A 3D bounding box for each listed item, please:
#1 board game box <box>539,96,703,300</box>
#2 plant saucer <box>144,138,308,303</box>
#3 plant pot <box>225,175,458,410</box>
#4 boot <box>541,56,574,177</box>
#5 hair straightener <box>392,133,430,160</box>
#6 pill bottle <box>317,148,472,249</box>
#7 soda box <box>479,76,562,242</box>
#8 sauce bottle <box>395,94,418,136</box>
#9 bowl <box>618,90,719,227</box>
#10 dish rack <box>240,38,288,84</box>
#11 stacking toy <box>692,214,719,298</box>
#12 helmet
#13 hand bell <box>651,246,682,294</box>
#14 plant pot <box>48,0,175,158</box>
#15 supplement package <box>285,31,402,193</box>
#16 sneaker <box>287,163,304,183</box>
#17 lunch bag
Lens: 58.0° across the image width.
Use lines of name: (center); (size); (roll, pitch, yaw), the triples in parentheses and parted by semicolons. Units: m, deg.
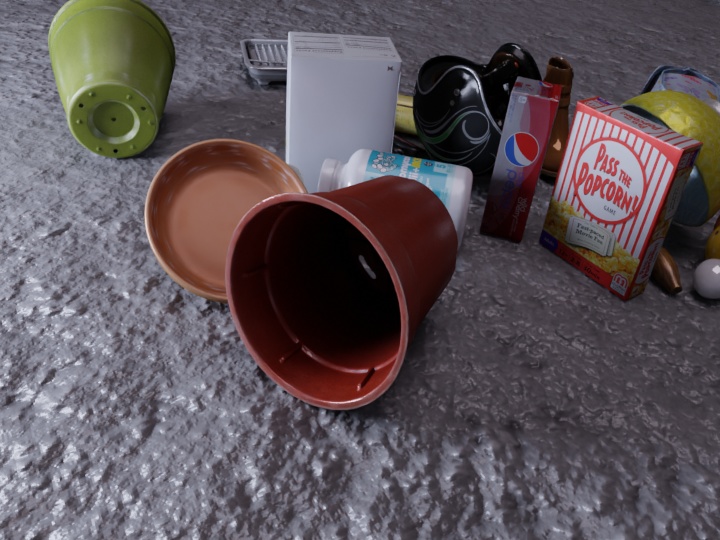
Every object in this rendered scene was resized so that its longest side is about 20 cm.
board game box: (0.315, -0.091, 0.814); (0.045, 0.205, 0.151); (-17, 40, -31)
plant saucer: (-0.150, -0.056, 0.758); (0.194, 0.038, 0.206); (7, 66, -17)
plant pot: (0.000, 0.000, 0.657); (0.196, 0.206, 0.194); (22, 29, 22)
boot: (0.328, -0.258, 1.091); (0.071, 0.158, 0.202); (3, 35, -6)
hair straightener: (0.039, -0.204, 1.078); (0.076, 0.042, 0.199); (-23, 49, -36)
pill bottle: (0.044, -0.095, 0.852); (0.193, 0.114, 0.112); (11, 34, 6)
soda box: (0.214, -0.146, 0.873); (0.062, 0.205, 0.070); (15, 35, 12)
sauce bottle: (0.135, -0.264, 1.149); (0.194, 0.066, 0.065); (16, 35, 10)
bowl: (0.462, -0.176, 0.914); (0.106, 0.202, 0.202); (-32, 40, 2)
dish rack: (-0.163, -0.435, 1.357); (0.166, 0.045, 0.202); (-4, 37, -14)
stacking toy: (0.505, -0.030, 0.849); (0.198, 0.149, 0.145); (-33, 48, -23)
helmet: (0.175, -0.251, 1.021); (0.196, 0.206, 0.189); (-21, 6, -34)
hand bell: (0.387, -0.050, 0.891); (0.101, 0.106, 0.204); (0, 48, -10)
plant pot: (-0.380, -0.284, 0.998); (0.194, 0.204, 0.196); (-5, 48, -16)
supplement package: (-0.032, -0.221, 0.937); (0.150, 0.205, 0.112); (0, 33, -9)
sneaker: (-0.143, -0.061, 0.827); (0.072, 0.073, 0.200); (43, 55, 2)
lunch bag: (0.504, -0.233, 1.074); (0.124, 0.173, 0.200); (25, 38, 14)
